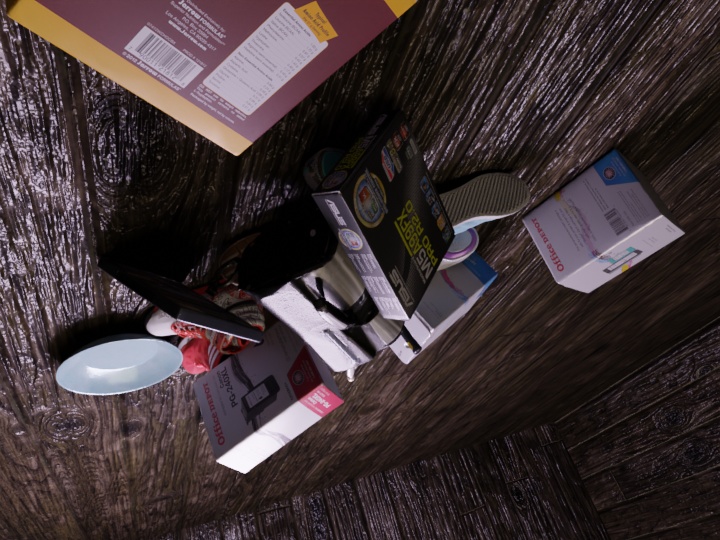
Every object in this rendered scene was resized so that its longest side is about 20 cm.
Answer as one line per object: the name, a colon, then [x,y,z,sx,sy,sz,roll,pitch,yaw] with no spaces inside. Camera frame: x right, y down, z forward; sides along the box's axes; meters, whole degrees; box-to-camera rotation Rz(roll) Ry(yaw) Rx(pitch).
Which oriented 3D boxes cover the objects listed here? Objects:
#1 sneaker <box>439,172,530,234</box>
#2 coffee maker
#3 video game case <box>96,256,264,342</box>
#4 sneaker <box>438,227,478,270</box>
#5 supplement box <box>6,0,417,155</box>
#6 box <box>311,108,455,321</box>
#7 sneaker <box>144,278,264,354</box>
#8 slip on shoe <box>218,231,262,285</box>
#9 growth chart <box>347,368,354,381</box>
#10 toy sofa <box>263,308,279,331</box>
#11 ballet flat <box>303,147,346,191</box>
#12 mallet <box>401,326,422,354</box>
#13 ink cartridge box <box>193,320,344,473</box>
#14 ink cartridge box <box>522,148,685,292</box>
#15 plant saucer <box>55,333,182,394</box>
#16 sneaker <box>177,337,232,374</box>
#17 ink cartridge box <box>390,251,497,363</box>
sneaker: [0.169,-0.101,0.874,0.197,0.075,0.082,-14,174,-13]
coffee maker: [-0.061,0.033,0.740,0.190,0.136,0.201,-4,141,33]
video game case: [-0.239,0.038,0.726,0.142,0.198,0.019,29,84,-53]
sneaker: [0.111,-0.016,0.955,0.197,0.076,0.100,-17,169,8]
supplement box: [-0.102,-0.230,0.395,0.199,0.134,0.196,-33,148,21]
box: [0.040,-0.066,0.673,0.044,0.161,0.201,1,134,39]
sneaker: [-0.244,0.087,0.861,0.199,0.109,0.067,-23,151,3]
slip on shoe: [-0.107,-0.031,0.801,0.198,0.077,0.061,-27,168,2]
growth chart: [0.023,0.095,1.005,0.201,0.018,0.146,-58,160,-29]
toy sofa: [-0.114,0.073,0.949,0.198,0.084,0.098,-28,149,13]
ballet flat: [0.006,-0.120,0.738,0.198,0.073,0.072,6,141,-40]
mallet: [0.034,0.058,0.907,0.041,0.201,0.066,-24,161,-27]
ink cartridge box: [-0.147,0.191,0.856,0.199,0.146,0.084,-36,142,3]
ink cartridge box: [0.429,-0.080,0.981,0.145,0.148,0.200,12,138,-46]
plant saucer: [-0.407,0.152,0.936,0.198,0.039,0.202,-15,151,-9]
sneaker: [-0.269,0.162,0.962,0.077,0.117,0.201,-2,146,-30]
ink cartridge box: [0.142,0.064,1.021,0.199,0.085,0.145,-36,163,-33]
